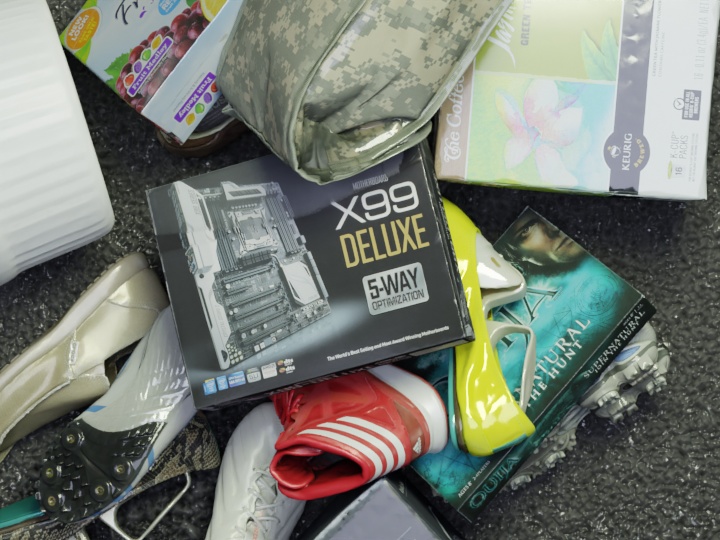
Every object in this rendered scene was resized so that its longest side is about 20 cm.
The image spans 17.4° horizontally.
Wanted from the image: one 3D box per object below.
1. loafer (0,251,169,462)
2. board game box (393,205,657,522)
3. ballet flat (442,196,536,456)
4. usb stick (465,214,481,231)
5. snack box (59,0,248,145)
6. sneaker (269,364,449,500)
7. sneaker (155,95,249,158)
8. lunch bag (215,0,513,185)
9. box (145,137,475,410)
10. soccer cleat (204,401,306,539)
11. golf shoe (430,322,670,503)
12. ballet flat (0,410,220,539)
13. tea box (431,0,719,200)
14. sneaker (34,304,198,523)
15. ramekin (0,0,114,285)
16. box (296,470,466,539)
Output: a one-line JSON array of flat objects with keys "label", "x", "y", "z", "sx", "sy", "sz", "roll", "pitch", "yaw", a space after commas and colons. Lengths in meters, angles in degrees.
[{"label": "loafer", "x": -0.213, "y": 0.076, "z": 1.727, "sx": 0.068, "sy": 0.076, "sz": 0.200, "roll": 43, "pitch": 91, "yaw": 5}, {"label": "board game box", "x": 0.100, "y": 0.064, "z": 1.689, "sx": 0.200, "sy": 0.028, "sz": 0.135, "roll": -49, "pitch": 49, "yaw": -1}, {"label": "ballet flat", "x": 0.088, "y": 0.034, "z": 1.657, "sx": 0.066, "sy": 0.067, "sz": 0.202, "roll": -12, "pitch": 63, "yaw": 11}, {"label": "usb stick", "x": 0.000, "y": 0.000, "z": 1.708, "sx": 0.198, "sy": 0.033, "sz": 0.056, "roll": -11, "pitch": 108, "yaw": -23}, {"label": "snack box", "x": -0.113, "y": -0.207, "z": 1.690, "sx": 0.200, "sy": 0.142, "sz": 0.053, "roll": -52, "pitch": 131, "yaw": 1}, {"label": "sneaker", "x": -0.043, "y": 0.095, "z": 1.662, "sx": 0.115, "sy": 0.199, "sz": 0.079, "roll": -26, "pitch": 119, "yaw": -37}, {"label": "sneaker", "x": -0.063, "y": -0.147, "z": 1.720, "sx": 0.200, "sy": 0.076, "sz": 0.071, "roll": -38, "pitch": 90, "yaw": 2}, {"label": "lunch bag", "x": -0.007, "y": -0.162, "z": 1.581, "sx": 0.117, "sy": 0.164, "sz": 0.201, "roll": 29, "pitch": 99, "yaw": -32}, {"label": "box", "x": -0.034, "y": -0.004, "z": 1.620, "sx": 0.198, "sy": 0.050, "sz": 0.159, "roll": -14, "pitch": 82, "yaw": 11}, {"label": "soccer cleat", "x": -0.084, "y": 0.196, "z": 1.727, "sx": 0.069, "sy": 0.078, "sz": 0.202, "roll": 17, "pitch": 91, "yaw": 0}, {"label": "golf shoe", "x": 0.125, "y": 0.090, "z": 1.721, "sx": 0.199, "sy": 0.078, "sz": 0.098, "roll": -34, "pitch": 64, "yaw": 3}, {"label": "ballet flat", "x": -0.191, "y": 0.174, "z": 1.737, "sx": 0.199, "sy": 0.068, "sz": 0.076, "roll": -31, "pitch": 100, "yaw": -2}, {"label": "tea box", "x": 0.153, "y": -0.155, "z": 1.688, "sx": 0.195, "sy": 0.134, "sz": 0.202, "roll": 4, "pitch": 92, "yaw": 2}, {"label": "sneaker", "x": -0.155, "y": 0.103, "z": 1.693, "sx": 0.072, "sy": 0.072, "sz": 0.200, "roll": 39, "pitch": 88, "yaw": 18}, {"label": "ramekin", "x": -0.244, "y": -0.099, "z": 1.667, "sx": 0.097, "sy": 0.200, "sz": 0.202, "roll": -18, "pitch": 91, "yaw": -6}, {"label": "box", "x": 0.047, "y": 0.244, "z": 1.693, "sx": 0.104, "sy": 0.148, "sz": 0.200, "roll": -44, "pitch": 89, "yaw": 2}]
